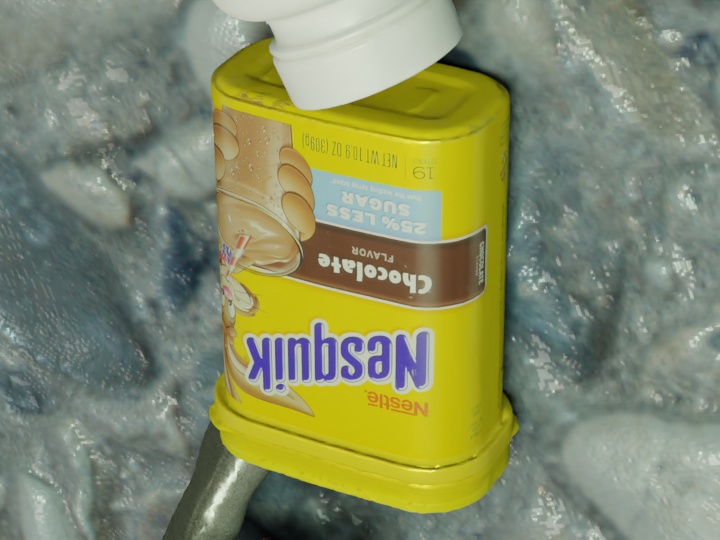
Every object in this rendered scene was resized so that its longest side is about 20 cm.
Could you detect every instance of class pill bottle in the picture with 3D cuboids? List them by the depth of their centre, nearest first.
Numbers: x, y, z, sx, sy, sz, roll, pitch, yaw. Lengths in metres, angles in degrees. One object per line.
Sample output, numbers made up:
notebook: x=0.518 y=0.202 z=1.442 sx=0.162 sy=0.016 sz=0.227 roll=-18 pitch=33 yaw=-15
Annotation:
pill bottle: x=-0.031 y=-0.175 z=0.955 sx=0.111 sy=0.111 sz=0.200 roll=-11 pitch=112 yaw=36

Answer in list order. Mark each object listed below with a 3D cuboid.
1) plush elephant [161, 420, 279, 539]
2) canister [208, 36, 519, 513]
plush elephant: x=-0.038 y=0.207 z=1.190 sx=0.200 sy=0.155 sz=0.165 roll=-56 pitch=37 yaw=10
canister: x=0.000 y=0.000 z=1.066 sx=0.148 sy=0.087 sz=0.201 roll=14 pitch=124 yaw=24
